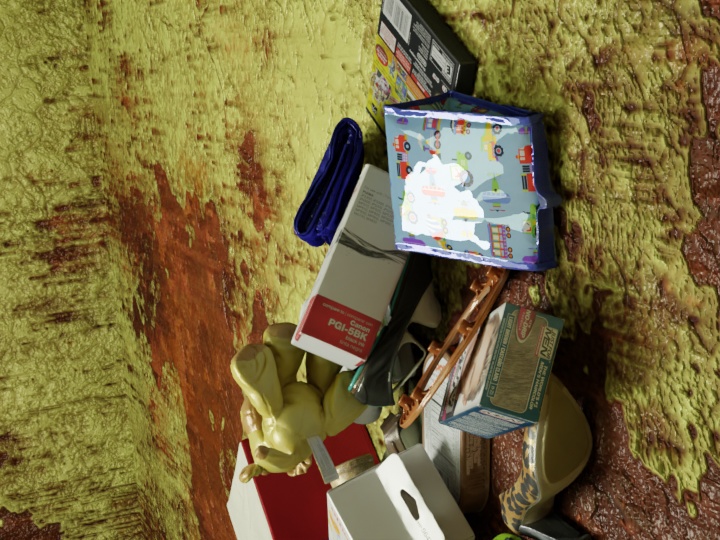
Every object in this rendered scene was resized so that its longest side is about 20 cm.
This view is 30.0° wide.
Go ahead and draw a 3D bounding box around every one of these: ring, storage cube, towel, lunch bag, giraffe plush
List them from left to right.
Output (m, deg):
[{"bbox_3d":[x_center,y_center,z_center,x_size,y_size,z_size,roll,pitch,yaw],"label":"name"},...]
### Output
[{"bbox_3d":[-0.085,0.179,1.618,0.162,0.171,0.202,131,134,-60],"label":"giraffe plush"},{"bbox_3d":[-0.067,0.332,1.829,0.172,0.178,0.201,107,149,-48],"label":"storage cube"},{"bbox_3d":[-0.029,-0.097,1.607,0.200,0.049,0.149,63,-128,-88],"label":"towel"},{"bbox_3d":[0.091,0.070,1.347,0.019,0.201,0.201,33,150,1],"label":"ring"},{"bbox_3d":[0.119,-0.085,1.312,0.199,0.093,0.152,20,120,53],"label":"lunch bag"}]

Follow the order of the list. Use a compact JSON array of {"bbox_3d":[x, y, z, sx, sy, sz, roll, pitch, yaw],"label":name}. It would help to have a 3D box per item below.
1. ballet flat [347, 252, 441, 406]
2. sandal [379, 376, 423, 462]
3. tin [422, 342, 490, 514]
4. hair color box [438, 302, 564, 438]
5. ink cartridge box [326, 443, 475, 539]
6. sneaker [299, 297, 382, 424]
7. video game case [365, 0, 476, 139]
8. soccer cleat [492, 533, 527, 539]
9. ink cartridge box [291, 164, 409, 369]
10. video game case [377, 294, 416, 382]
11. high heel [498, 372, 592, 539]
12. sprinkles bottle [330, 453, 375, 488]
[{"bbox_3d":[0.052,0.066,1.548,0.068,0.068,0.202,-55,-12,-81],"label":"ballet flat"},{"bbox_3d":[0.051,0.211,1.639,0.202,0.057,0.080,106,148,-45],"label":"sandal"},{"bbox_3d":[0.107,0.181,1.516,0.112,0.042,0.202,31,127,59],"label":"tin"},{"bbox_3d":[0.130,0.099,1.283,0.200,0.060,0.101,125,162,-77],"label":"hair color box"},{"bbox_3d":[0.043,0.302,1.521,0.129,0.124,0.201,57,164,29],"label":"ink cartridge box"},{"bbox_3d":[-0.018,0.095,1.696,0.201,0.070,0.081,58,150,38],"label":"sneaker"},{"bbox_3d":[0.063,-0.204,1.495,0.201,0.025,0.182,-121,31,-44],"label":"video game case"},{"bbox_3d":[0.188,0.328,1.285,0.068,0.081,0.200,-50,40,2],"label":"soccer cleat"},{"bbox_3d":[0.000,0.000,1.498,0.147,0.082,0.202,129,163,-80],"label":"ink cartridge box"},{"bbox_3d":[0.019,0.052,1.681,0.200,0.022,0.184,141,118,-75],"label":"video game case"},{"bbox_3d":[0.164,0.178,1.312,0.142,0.071,0.202,24,127,61],"label":"high heel"},{"bbox_3d":[0.025,0.336,1.701,0.201,0.068,0.068,66,156,13],"label":"sprinkles bottle"}]
